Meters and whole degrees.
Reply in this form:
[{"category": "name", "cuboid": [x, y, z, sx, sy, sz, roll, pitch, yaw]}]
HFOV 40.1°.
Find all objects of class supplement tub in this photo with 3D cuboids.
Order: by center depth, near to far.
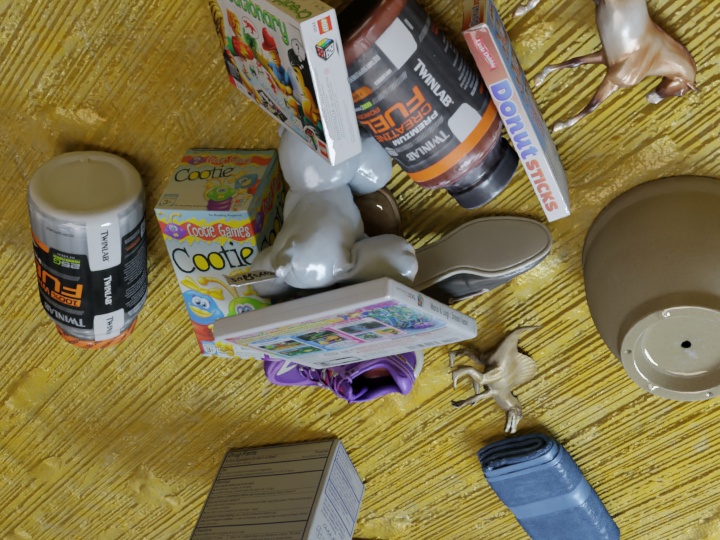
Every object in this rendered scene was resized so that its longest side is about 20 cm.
[{"category": "supplement tub", "cuboid": [0.055, -0.148, 0.867, 0.106, 0.108, 0.200, -30, 116, 35]}, {"category": "supplement tub", "cuboid": [-0.293, -0.017, 1.074, 0.120, 0.124, 0.203, 13, 132, 5]}]

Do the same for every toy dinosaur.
[{"category": "toy dinosaur", "cuboid": [0.150, 0.107, 1.106, 0.099, 0.059, 0.202, -4, 138, 1]}]

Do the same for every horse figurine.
[{"category": "horse figurine", "cuboid": [0.194, -0.207, 0.808, 0.130, 0.050, 0.202, -20, 117, 15]}]

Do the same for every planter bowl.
[{"category": "planter bowl", "cuboid": [0.306, 0.034, 0.929, 0.196, 0.136, 0.203, 8, 132, 9]}]

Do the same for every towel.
[{"category": "towel", "cuboid": [0.236, 0.279, 1.221, 0.110, 0.049, 0.201, -20, 121, 30]}]

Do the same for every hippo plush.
[{"category": "hippo plush", "cuboid": [-0.047, -0.062, 0.919, 0.197, 0.165, 0.158, 4, 170, -42]}]

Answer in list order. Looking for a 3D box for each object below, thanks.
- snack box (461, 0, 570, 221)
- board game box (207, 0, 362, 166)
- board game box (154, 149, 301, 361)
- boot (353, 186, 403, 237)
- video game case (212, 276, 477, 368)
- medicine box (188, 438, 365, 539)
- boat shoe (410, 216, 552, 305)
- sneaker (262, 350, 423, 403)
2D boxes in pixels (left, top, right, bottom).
[{"category": "snack box", "cuboid": [0.140, -0.143, 0.867, 0.024, 0.073, 0.202, -18, 123, 22]}, {"category": "board game box", "cuboid": [-0.071, -0.186, 0.834, 0.034, 0.200, 0.128, -27, 131, -18]}, {"category": "board game box", "cuboid": [-0.130, -0.014, 1.040, 0.103, 0.104, 0.203, 2, 131, 15]}, {"category": "boot", "cuboid": [0.000, 0.000, 1.034, 0.072, 0.076, 0.203, 14, 131, 7]}, {"category": "video game case", "cuboid": [-0.012, 0.056, 0.957, 0.197, 0.024, 0.181, -14, 159, 29]}, {"category": "medicine box", "cuboid": [-0.109, 0.330, 1.265, 0.179, 0.202, 0.104, -10, 125, 24]}, {"category": "boat shoe", "cuboid": [0.098, -0.002, 1.001, 0.196, 0.068, 0.057, -17, 153, 7]}, {"category": "sneaker", "cuboid": [-0.027, 0.111, 1.132, 0.196, 0.084, 0.082, -5, 129, 22]}]
